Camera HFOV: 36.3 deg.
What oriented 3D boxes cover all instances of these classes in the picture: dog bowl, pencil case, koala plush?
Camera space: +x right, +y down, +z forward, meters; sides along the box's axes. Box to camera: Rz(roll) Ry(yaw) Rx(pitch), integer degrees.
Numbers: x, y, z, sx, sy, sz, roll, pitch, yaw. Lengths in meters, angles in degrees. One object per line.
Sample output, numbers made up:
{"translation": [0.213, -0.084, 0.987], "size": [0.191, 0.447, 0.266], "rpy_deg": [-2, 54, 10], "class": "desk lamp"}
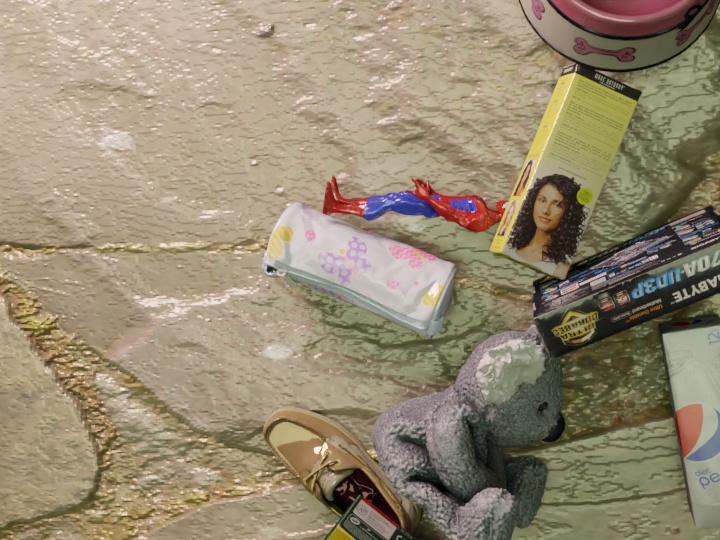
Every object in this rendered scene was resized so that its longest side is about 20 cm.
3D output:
{"translation": [0.248, -0.294, 1.035], "size": [0.199, 0.074, 0.201], "rpy_deg": [-1, 78, 3], "class": "dog bowl"}
{"translation": [0.000, 0.000, 1.132], "size": [0.199, 0.091, 0.083], "rpy_deg": [21, 121, 7], "class": "pencil case"}
{"translation": [0.126, 0.142, 1.086], "size": [0.184, 0.177, 0.200], "rpy_deg": [35, 105, 16], "class": "koala plush"}

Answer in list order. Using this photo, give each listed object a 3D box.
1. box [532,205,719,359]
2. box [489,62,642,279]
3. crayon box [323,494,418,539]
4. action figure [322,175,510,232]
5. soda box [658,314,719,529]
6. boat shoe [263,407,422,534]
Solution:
{"translation": [0.262, 0.008, 1.046], "size": [0.199, 0.159, 0.046], "rpy_deg": [-24, 98, 12], "class": "box"}
{"translation": [0.201, -0.097, 1.083], "size": [0.075, 0.050, 0.201], "rpy_deg": [21, 90, -9], "class": "box"}
{"translation": [0.030, 0.355, 1.144], "size": [0.200, 0.058, 0.173], "rpy_deg": [38, 130, 5], "class": "crayon box"}
{"translation": [0.065, -0.069, 1.124], "size": [0.199, 0.065, 0.052], "rpy_deg": [9, 99, 4], "class": "action figure"}
{"translation": [0.344, 0.149, 1.092], "size": [0.063, 0.068, 0.201], "rpy_deg": [-10, 94, 12], "class": "soda box"}
{"translation": [-0.022, 0.217, 1.171], "size": [0.200, 0.066, 0.074], "rpy_deg": [33, 101, 6], "class": "boat shoe"}
